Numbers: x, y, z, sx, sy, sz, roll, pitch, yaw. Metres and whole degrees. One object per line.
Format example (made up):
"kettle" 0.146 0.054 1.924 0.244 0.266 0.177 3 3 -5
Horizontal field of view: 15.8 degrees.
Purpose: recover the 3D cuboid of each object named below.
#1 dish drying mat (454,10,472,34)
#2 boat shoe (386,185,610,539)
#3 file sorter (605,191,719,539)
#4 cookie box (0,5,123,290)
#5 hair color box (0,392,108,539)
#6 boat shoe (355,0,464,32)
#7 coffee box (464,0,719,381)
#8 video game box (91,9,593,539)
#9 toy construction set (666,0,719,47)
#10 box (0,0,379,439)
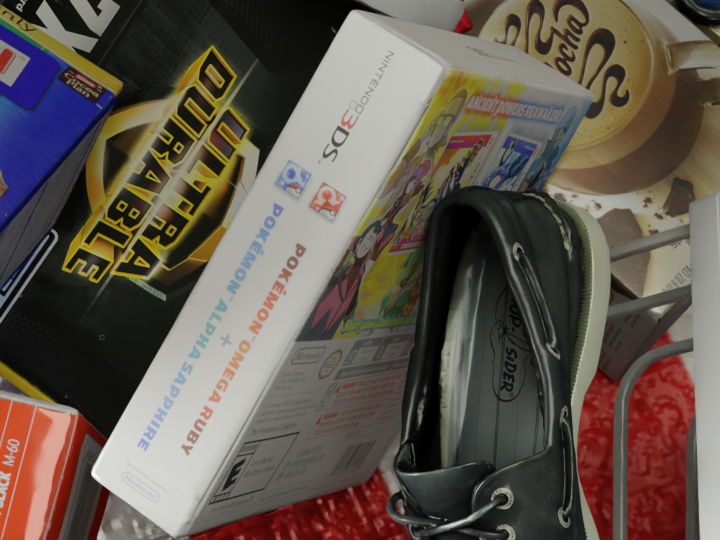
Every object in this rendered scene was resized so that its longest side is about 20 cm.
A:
"dish drying mat" -0.059 -0.086 1.034 0.200 0.018 0.077 -26 84 13
"boat shoe" 0.040 0.065 0.867 0.066 0.074 0.200 24 71 -47
"file sorter" 0.143 0.081 0.952 0.200 0.124 0.139 24 59 -42
"cookie box" -0.191 -0.050 0.882 0.171 0.075 0.200 32 24 -2
"hair color box" -0.197 0.064 0.932 0.200 0.111 0.064 14 80 5
"boat shoe" -0.018 -0.161 0.982 0.066 0.072 0.200 -55 47 15
"coffee box" 0.075 -0.069 1.073 0.200 0.080 0.113 42 69 9
"video game box" 0.000 0.000 0.931 0.047 0.200 0.182 35 101 15
"toy construction set" 0.193 -0.137 1.124 0.200 0.092 0.131 31 65 16
"box" -0.081 -0.043 1.004 0.160 0.049 0.200 37 98 9
